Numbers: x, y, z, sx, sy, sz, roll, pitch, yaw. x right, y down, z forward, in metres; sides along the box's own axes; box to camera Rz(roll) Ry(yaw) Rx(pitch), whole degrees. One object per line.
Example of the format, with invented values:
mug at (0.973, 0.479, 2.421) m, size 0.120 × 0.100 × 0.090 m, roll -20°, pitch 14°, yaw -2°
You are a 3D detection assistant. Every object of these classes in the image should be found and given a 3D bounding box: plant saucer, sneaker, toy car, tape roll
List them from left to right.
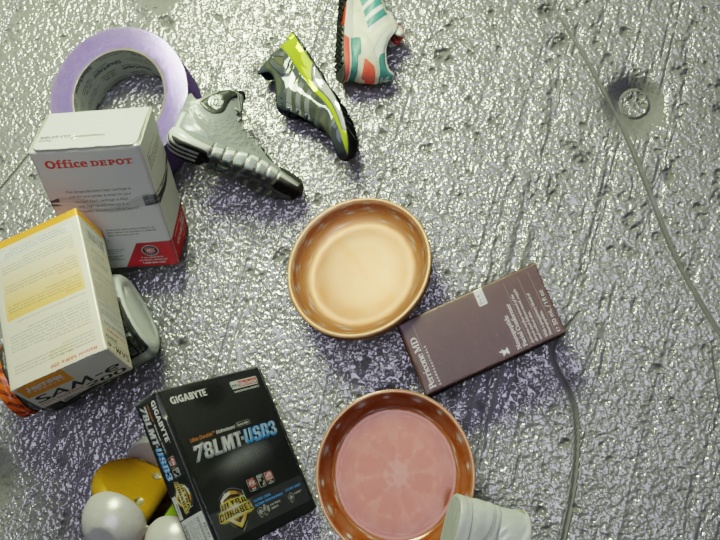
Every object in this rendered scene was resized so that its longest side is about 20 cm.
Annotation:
tape roll at (-0.325, -0.228, 1.207) m, size 0.195 × 0.085 × 0.205 m, roll -1°, pitch 80°, yaw 5°
toy car at (-0.245, 0.319, 1.076) m, size 0.196 × 0.175 × 0.153 m, roll 18°, pitch 116°, yaw 8°
sneaker at (-0.154, -0.182, 1.166) m, size 0.197 × 0.075 × 0.118 m, roll 23°, pitch 69°, yaw -22°
sneaker at (-0.071, -0.229, 1.198) m, size 0.080 × 0.074 × 0.202 m, roll -34°, pitch 72°, yaw 8°
plant saucer at (0.000, 0.000, 1.136) m, size 0.195 × 0.038 × 0.204 m, roll -7°, pitch 62°, yaw 14°
sneaker at (0.016, -0.356, 1.217) m, size 0.091 × 0.070 × 0.205 m, roll 6°, pitch 78°, yaw -12°
plant saucer at (0.043, 0.250, 1.057) m, size 0.195 × 0.032 × 0.205 m, roll -1°, pitch 79°, yaw 5°
sneaker at (0.140, 0.369, 1.003) m, size 0.113 × 0.074 × 0.204 m, roll 13°, pitch 100°, yaw -12°

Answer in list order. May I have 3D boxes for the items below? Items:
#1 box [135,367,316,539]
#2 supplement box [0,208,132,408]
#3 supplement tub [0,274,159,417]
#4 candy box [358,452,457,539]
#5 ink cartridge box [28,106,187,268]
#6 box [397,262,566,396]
box at (-0.159, 0.230, 1.052) m, size 0.049 × 0.199 × 0.202 m, roll -29°, pitch 77°, yaw 27°
supplement box at (-0.364, 0.044, 1.044) m, size 0.124 × 0.074 × 0.203 m, roll -22°, pitch 63°, yaw 3°
supplement tub at (-0.375, 0.102, 1.131) m, size 0.197 × 0.123 × 0.124 m, roll -28°, pitch 78°, yaw 0°
candy box at (0.104, 0.343, 1.076) m, size 0.116 × 0.057 × 0.200 m, roll -42°, pitch 77°, yaw -4°
ink cartridge box at (-0.321, -0.104, 1.120) m, size 0.141 × 0.202 × 0.085 m, roll -3°, pitch 45°, yaw 4°
box at (0.154, 0.078, 1.113) m, size 0.197 × 0.075 × 0.102 m, roll -25°, pitch 78°, yaw 2°
